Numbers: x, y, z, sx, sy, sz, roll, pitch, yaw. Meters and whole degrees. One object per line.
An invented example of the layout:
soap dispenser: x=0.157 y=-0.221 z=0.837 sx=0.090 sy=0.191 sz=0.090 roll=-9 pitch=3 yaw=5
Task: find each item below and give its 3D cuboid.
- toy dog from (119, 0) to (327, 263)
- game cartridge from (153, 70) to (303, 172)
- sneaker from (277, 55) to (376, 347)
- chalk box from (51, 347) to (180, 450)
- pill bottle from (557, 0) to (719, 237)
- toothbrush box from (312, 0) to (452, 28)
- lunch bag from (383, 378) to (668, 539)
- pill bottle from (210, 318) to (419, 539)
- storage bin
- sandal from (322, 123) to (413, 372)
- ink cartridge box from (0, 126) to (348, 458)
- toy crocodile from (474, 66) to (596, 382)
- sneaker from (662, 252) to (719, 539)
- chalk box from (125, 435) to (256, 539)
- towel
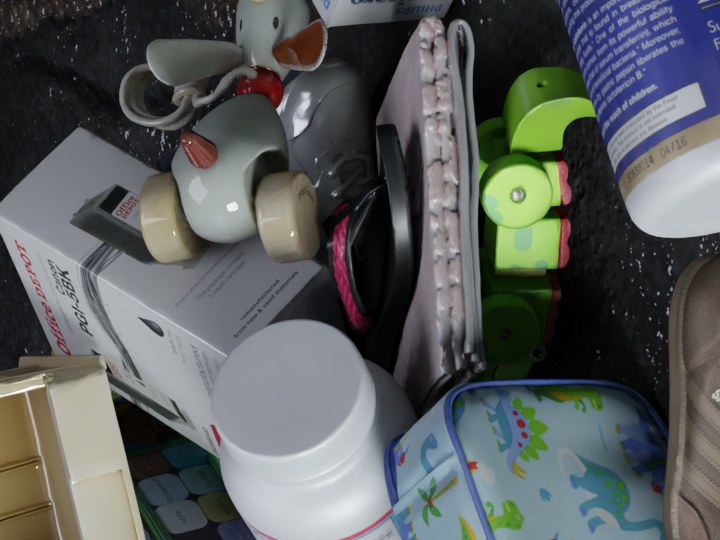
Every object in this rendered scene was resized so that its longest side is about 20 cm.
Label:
toy dog: x=-0.073 y=-0.093 z=1.259 sx=0.096 sy=0.131 sz=0.201 roll=67 pitch=-176 yaw=-50
game cartridge: x=-0.097 y=-0.058 z=1.463 sx=0.042 sy=0.133 sz=0.200 roll=53 pitch=151 yaw=4
sneaker: x=-0.007 y=-0.032 z=1.386 sx=0.099 sy=0.078 sz=0.201 roll=38 pitch=138 yaw=42
chalk box: x=-0.147 y=0.088 z=1.565 sx=0.125 sy=0.123 sz=0.201 roll=-122 pitch=33 yaw=-66
pill bottle: x=0.148 y=-0.126 z=1.038 sx=0.116 sy=0.115 sz=0.201 roll=-40 pitch=63 yaw=56
toothbrush box: x=0.018 y=-0.257 z=1.264 sx=0.146 sy=0.086 sz=0.200 roll=63 pitch=146 yaw=29
lunch bag: x=0.108 y=0.155 z=1.131 sx=0.082 sy=0.160 sz=0.201 roll=-46 pitch=55 yaw=44
pill bottle: x=-0.012 y=0.113 z=1.223 sx=0.109 sy=0.108 sz=0.200 roll=56 pitch=174 yaw=37
storage bin: x=-0.198 y=0.159 z=1.385 sx=0.198 sy=0.093 sz=0.201 roll=-5 pitch=98 yaw=66
sandal: x=0.000 y=0.000 z=1.253 sx=0.200 sy=0.045 sz=0.075 roll=99 pitch=169 yaw=-52
ink cartridge box: x=-0.105 y=0.024 z=1.337 sx=0.200 sy=0.083 sz=0.147 roll=29 pitch=153 yaw=30
toy crocodile: x=0.088 y=-0.014 z=1.232 sx=0.068 sy=0.061 sz=0.201 roll=-104 pitch=16 yaw=-64
sneaker: x=0.187 y=0.091 z=1.068 sx=0.075 sy=0.070 sz=0.201 roll=-4 pitch=94 yaw=58
chalk box: x=-0.081 y=0.178 z=1.439 sx=0.125 sy=0.123 sz=0.201 roll=49 pitch=143 yaw=47
towel: x=0.038 y=-0.018 z=1.258 sx=0.191 sy=0.032 sz=0.201 roll=117 pitch=152 yaw=-74
